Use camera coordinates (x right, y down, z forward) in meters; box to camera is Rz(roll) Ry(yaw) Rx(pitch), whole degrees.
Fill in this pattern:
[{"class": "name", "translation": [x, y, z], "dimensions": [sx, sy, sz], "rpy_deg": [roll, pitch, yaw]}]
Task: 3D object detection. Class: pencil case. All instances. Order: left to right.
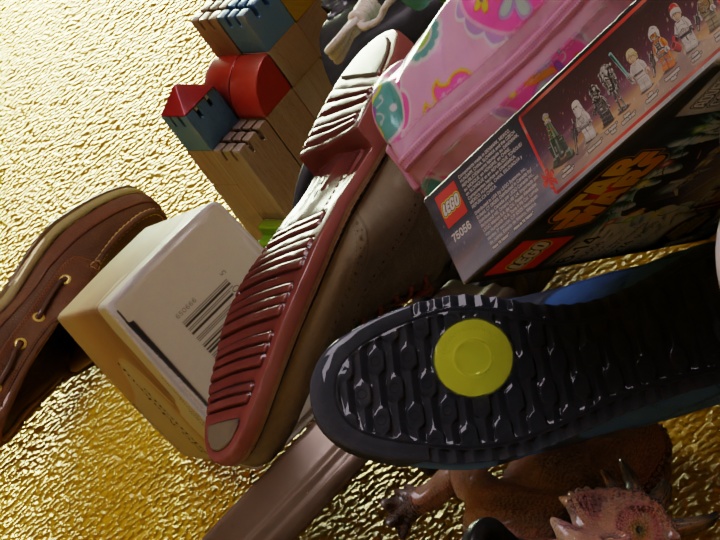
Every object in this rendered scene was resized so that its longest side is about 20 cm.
[{"class": "pencil case", "translation": [0.084, -0.096, 0.957], "dimensions": [0.200, 0.087, 0.088], "rpy_deg": [-43, 15, 46]}]

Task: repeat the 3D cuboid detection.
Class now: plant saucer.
[{"class": "plant saucer", "translation": [-0.009, 0.074, 1.114], "dimensions": [0.200, 0.029, 0.200], "rpy_deg": [-46, -3, -3]}]

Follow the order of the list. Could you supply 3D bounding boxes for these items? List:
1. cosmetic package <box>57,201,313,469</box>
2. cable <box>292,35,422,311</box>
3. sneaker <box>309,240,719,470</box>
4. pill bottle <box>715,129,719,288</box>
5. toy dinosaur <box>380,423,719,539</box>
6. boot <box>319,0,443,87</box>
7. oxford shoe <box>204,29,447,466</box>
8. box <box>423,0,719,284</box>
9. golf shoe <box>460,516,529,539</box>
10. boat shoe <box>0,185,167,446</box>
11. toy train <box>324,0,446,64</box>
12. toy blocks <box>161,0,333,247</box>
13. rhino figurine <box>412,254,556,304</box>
[{"class": "cosmetic package", "translation": [-0.076, 0.032, 1.216], "dimensions": [0.071, 0.105, 0.200], "rpy_deg": [-44, 6, -11]}, {"class": "cable", "translation": [0.019, -0.039, 1.215], "dimensions": [0.051, 0.200, 0.163], "rpy_deg": [34, 75, 15]}, {"class": "sneaker", "translation": [0.081, 0.038, 0.987], "dimensions": [0.199, 0.066, 0.078], "rpy_deg": [-14, -14, 0]}, {"class": "pill bottle", "translation": [0.182, 0.013, 0.865], "dimensions": [0.112, 0.200, 0.113], "rpy_deg": [-12, 50, 14]}, {"class": "toy dinosaur", "translation": [0.088, 0.090, 1.014], "dimensions": [0.135, 0.086, 0.200], "rpy_deg": [-20, 27, 32]}, {"class": "boot", "translation": [0.065, -0.137, 1.288], "dimensions": [0.199, 0.066, 0.165], "rpy_deg": [-23, 29, 23]}, {"class": "oxford shoe", "translation": [0.000, 0.000, 1.071], "dimensions": [0.070, 0.075, 0.201], "rpy_deg": [-11, 51, 63]}, {"class": "box", "translation": [0.131, -0.066, 0.901], "dimensions": [0.137, 0.040, 0.200], "rpy_deg": [-9, -23, -40]}, {"class": "golf shoe", "translation": [0.117, 0.134, 0.836], "dimensions": [0.199, 0.092, 0.073], "rpy_deg": [10, 43, 17]}, {"class": "boat shoe", "translation": [-0.168, 0.030, 1.454], "dimensions": [0.067, 0.072, 0.200], "rpy_deg": [25, 51, 24]}, {"class": "toy train", "translation": [0.066, -0.171, 1.202], "dimensions": [0.200, 0.056, 0.150], "rpy_deg": [-56, 2, -27]}, {"class": "toy blocks", "translation": [-0.033, -0.111, 1.423], "dimensions": [0.100, 0.137, 0.200], "rpy_deg": [4, 48, 53]}, {"class": "rhino figurine", "translation": [0.081, -0.041, 1.238], "dimensions": [0.060, 0.088, 0.200], "rpy_deg": [22, 52, 14]}]
